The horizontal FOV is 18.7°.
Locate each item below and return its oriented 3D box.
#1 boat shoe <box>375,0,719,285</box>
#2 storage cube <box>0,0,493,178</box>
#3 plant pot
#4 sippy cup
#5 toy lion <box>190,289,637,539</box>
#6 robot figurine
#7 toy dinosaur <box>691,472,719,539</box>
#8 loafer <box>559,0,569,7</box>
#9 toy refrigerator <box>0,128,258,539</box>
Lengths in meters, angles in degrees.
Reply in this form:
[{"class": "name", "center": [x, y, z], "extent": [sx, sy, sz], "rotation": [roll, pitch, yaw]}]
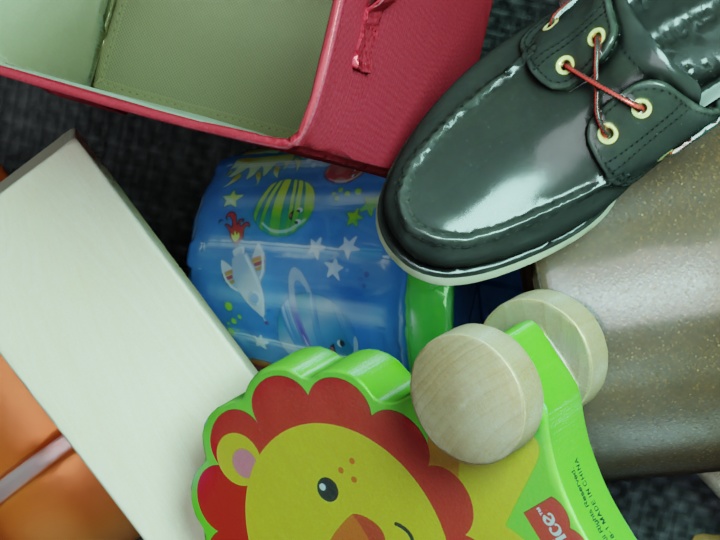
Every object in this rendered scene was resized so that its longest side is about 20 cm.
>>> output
[{"class": "boat shoe", "center": [0.089, -0.069, 0.763], "extent": [0.201, 0.063, 0.074], "rotation": [-34, 78, -10]}, {"class": "storage cube", "center": [-0.046, -0.135, 0.800], "extent": [0.199, 0.180, 0.172], "rotation": [16, 92, 19]}, {"class": "plant pot", "center": [0.162, -0.006, 0.854], "extent": [0.197, 0.200, 0.202], "rotation": [-11, 93, 2]}, {"class": "sippy cup", "center": [0.000, 0.000, 0.942], "extent": [0.129, 0.140, 0.179], "rotation": [5, 82, 20]}, {"class": "toy lion", "center": [0.031, 0.112, 0.798], "extent": [0.191, 0.069, 0.201], "rotation": [-37, 83, 37]}, {"class": "robot figurine", "center": [-0.147, 0.046, 0.975], "extent": [0.143, 0.117, 0.201], "rotation": [-35, 87, -4]}, {"class": "toy dinosaur", "center": [0.177, 0.101, 0.958], "extent": [0.199, 0.060, 0.107], "rotation": [29, 75, 1]}, {"class": "loafer", "center": [0.155, -0.160, 0.840], "extent": [0.200, 0.070, 0.070], "rotation": [-42, 115, -13]}, {"class": "toy refrigerator", "center": [-0.085, 0.046, 0.888], "extent": [0.076, 0.070, 0.201], "rotation": [-37, 100, -2]}]
